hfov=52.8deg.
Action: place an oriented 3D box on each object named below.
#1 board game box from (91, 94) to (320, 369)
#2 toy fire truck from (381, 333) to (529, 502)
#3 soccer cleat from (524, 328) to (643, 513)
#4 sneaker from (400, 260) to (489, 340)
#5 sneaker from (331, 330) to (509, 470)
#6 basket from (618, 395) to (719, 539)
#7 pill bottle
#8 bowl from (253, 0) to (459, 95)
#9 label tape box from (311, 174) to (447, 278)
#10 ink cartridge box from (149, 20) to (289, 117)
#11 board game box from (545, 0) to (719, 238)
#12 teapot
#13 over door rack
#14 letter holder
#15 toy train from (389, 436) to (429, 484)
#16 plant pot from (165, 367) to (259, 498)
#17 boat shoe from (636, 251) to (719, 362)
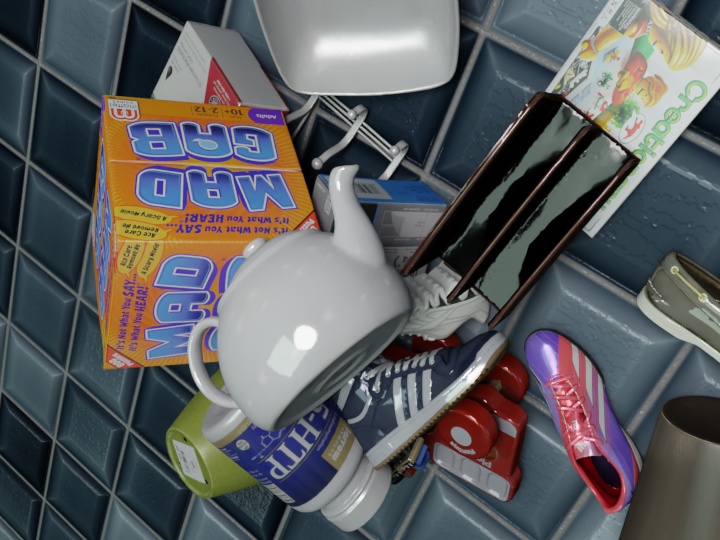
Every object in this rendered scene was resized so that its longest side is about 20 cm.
[{"bbox_3d":[-0.179,-0.039,0.790,0.201,0.196,0.203,116,143,-44],"label":"board game box"},{"bbox_3d":[0.100,0.172,0.846,0.197,0.112,0.171,22,132,26],"label":"toy fire truck"},{"bbox_3d":[0.234,0.157,0.769,0.068,0.073,0.203,-30,89,35],"label":"soccer cleat"},{"bbox_3d":[0.062,0.044,0.785,0.075,0.196,0.083,-130,30,-54],"label":"sneaker"},{"bbox_3d":[0.050,0.102,0.731,0.200,0.070,0.109,-46,74,24],"label":"sneaker"},{"bbox_3d":[0.335,0.238,0.699,0.176,0.136,0.205,5,105,17],"label":"basket"},{"bbox_3d":[-0.064,0.189,0.795,0.200,0.121,0.119,42,126,-16],"label":"pill bottle"},{"bbox_3d":[0.001,-0.271,0.717,0.195,0.076,0.201,1,150,11],"label":"bowl"},{"bbox_3d":[0.000,0.000,0.817,0.063,0.142,0.203,49,131,47],"label":"label tape box"},{"bbox_3d":[-0.196,-0.178,0.908,0.201,0.082,0.148,-50,63,33],"label":"ink cartridge box"},{"bbox_3d":[0.238,-0.149,0.690,0.126,0.034,0.202,42,123,14],"label":"board game box"},{"bbox_3d":[-0.060,0.036,0.653,0.147,0.199,0.198,49,159,13],"label":"teapot"},{"bbox_3d":[-0.048,-0.109,0.865,0.147,0.066,0.202,42,123,15],"label":"over door rack"},{"bbox_3d":[0.143,-0.049,0.657,0.100,0.142,0.201,42,113,12],"label":"letter holder"},{"bbox_3d":[0.048,0.232,0.877,0.045,0.034,0.201,28,156,5],"label":"toy train"},{"bbox_3d":[-0.136,0.189,0.911,0.185,0.198,0.191,25,129,35],"label":"plant pot"},{"bbox_3d":[0.355,0.057,0.661,0.200,0.072,0.061,35,126,23],"label":"boat shoe"}]
